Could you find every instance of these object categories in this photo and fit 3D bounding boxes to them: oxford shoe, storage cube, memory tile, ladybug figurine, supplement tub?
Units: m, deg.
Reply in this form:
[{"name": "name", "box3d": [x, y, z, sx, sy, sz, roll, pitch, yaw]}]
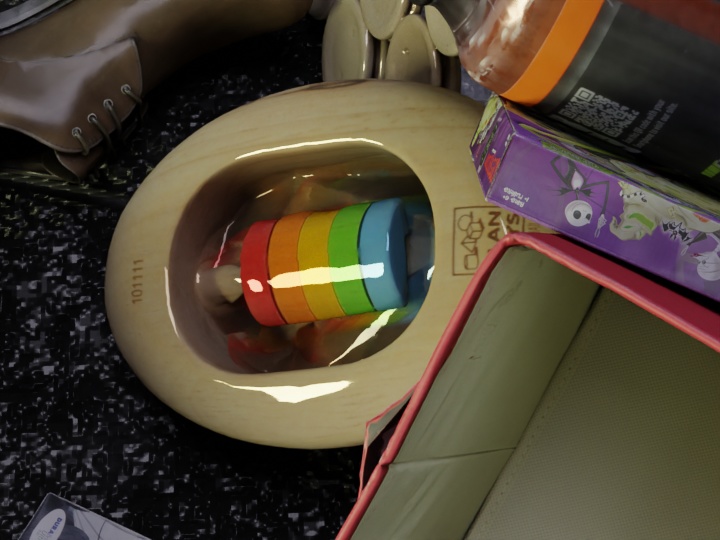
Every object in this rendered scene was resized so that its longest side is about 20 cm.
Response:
[{"name": "oxford shoe", "box3d": [-0.105, -0.075, 1.150, 0.200, 0.073, 0.085, -21, 69, -4]}, {"name": "storage cube", "box3d": [0.103, 0.099, 0.932, 0.200, 0.180, 0.171, 31, 100, 17]}, {"name": "memory tile", "box3d": [0.022, -0.129, 1.106, 0.017, 0.200, 0.154, 1, 54, -22]}, {"name": "ladybug figurine", "box3d": [0.000, 0.000, 1.065, 0.200, 0.072, 0.136, -3, 79, 30]}, {"name": "supplement tub", "box3d": [0.105, -0.090, 0.958, 0.200, 0.107, 0.107, 23, 59, -9]}]

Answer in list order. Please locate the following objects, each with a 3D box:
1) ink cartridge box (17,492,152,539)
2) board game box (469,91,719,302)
[{"name": "ink cartridge box", "box3d": [-0.048, 0.163, 1.014, 0.200, 0.039, 0.100, 23, 60, 13]}, {"name": "board game box", "box3d": [0.133, -0.003, 0.950, 0.200, 0.120, 0.032, 24, 95, -4]}]
